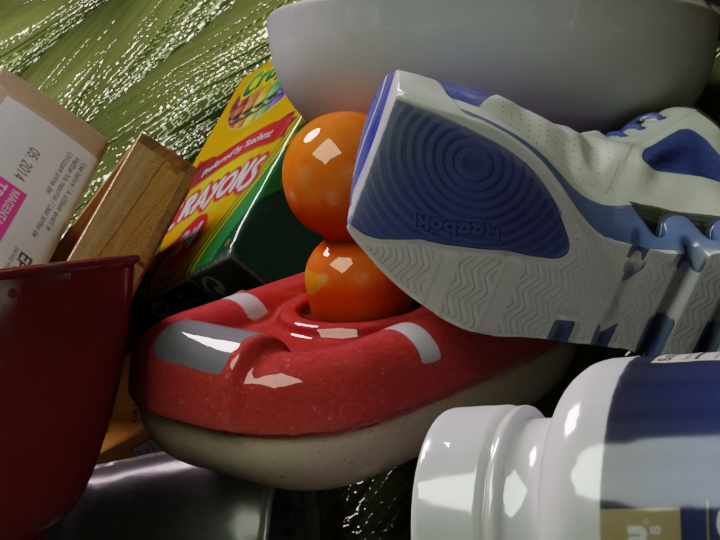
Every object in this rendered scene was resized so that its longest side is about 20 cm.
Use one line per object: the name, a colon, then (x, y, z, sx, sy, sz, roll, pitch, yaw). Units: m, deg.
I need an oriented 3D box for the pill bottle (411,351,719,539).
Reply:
pill bottle: (0.122, 0.081, 0.625, 0.199, 0.111, 0.111, -4, 46, 23)

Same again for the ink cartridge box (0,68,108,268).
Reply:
ink cartridge box: (-0.219, 0.017, 1.006, 0.165, 0.075, 0.200, -49, 13, 33)

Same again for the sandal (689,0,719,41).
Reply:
sandal: (0.216, -0.118, 0.831, 0.201, 0.080, 0.057, 13, 64, 39)

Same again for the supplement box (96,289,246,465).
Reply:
supplement box: (-0.116, 0.092, 0.913, 0.200, 0.069, 0.067, -31, 32, 17)

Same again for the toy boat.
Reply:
toy boat: (0.000, 0.000, 0.801, 0.130, 0.131, 0.200, 9, 20, 43)

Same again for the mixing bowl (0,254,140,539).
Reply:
mixing bowl: (-0.178, 0.059, 0.769, 0.199, 0.109, 0.200, -8, 1, 0)

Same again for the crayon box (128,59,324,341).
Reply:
crayon box: (-0.038, -0.054, 0.989, 0.127, 0.051, 0.200, -26, 31, 52)

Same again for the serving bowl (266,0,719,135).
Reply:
serving bowl: (0.058, -0.078, 0.869, 0.200, 0.200, 0.066, -1, 88, 43)

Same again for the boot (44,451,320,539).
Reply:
boot: (-0.117, 0.160, 0.834, 0.199, 0.073, 0.183, 1, 86, 15)

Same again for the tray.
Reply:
tray: (-0.148, 0.023, 0.970, 0.200, 0.037, 0.099, -42, 19, 53)

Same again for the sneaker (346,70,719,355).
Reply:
sneaker: (0.091, -0.023, 0.777, 0.115, 0.199, 0.081, -84, 18, -62)
